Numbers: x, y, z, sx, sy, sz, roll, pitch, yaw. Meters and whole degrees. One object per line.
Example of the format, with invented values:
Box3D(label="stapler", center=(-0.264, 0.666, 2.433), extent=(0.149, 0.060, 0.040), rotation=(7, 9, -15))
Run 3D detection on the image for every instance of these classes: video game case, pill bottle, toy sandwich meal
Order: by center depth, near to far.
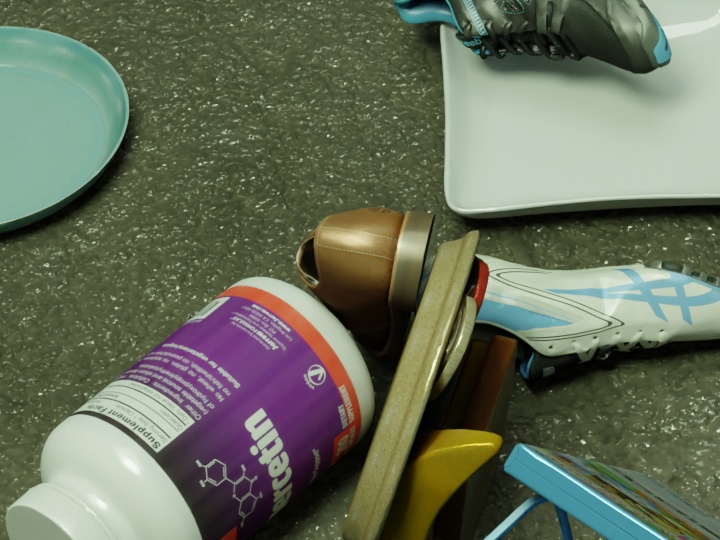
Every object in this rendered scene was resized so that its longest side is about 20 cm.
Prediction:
Box3D(label="video game case", center=(0.164, 0.136, 1.429), extent=(0.143, 0.200, 0.018), rotation=(33, 95, 24))
Box3D(label="toy sandwich meal", center=(0.047, 0.078, 1.496), extent=(0.070, 0.205, 0.205), rotation=(19, 46, 1))
Box3D(label="pill bottle", center=(-0.093, 0.099, 1.548), extent=(0.112, 0.113, 0.200), rotation=(28, 53, 32))

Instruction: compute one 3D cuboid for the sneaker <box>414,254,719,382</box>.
Box3D(label="sneaker", center=(0.129, 0.030, 1.642), extent=(0.199, 0.072, 0.073), rotation=(2, 81, -2))

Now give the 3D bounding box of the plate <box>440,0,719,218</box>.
Box3D(label="plate", center=(0.151, -0.098, 1.792), extent=(0.199, 0.032, 0.200), rotation=(-3, 43, 3))

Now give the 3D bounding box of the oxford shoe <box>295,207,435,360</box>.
Box3D(label="oxford shoe", center=(0.000, 0.000, 1.590), extent=(0.071, 0.200, 0.072), rotation=(11, 75, 2))

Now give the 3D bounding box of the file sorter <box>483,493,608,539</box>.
Box3D(label="file sorter", center=(0.124, 0.220, 1.370), extent=(0.139, 0.123, 0.200), rotation=(-41, 52, -21))

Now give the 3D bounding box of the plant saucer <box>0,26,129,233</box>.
Box3D(label="plant saucer", center=(-0.244, -0.084, 1.825), extent=(0.199, 0.027, 0.200), rotation=(-4, 42, 3))

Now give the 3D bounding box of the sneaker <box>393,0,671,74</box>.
Box3D(label="sneaker", center=(0.108, -0.157, 1.799), extent=(0.200, 0.073, 0.082), rotation=(28, 69, 39))
